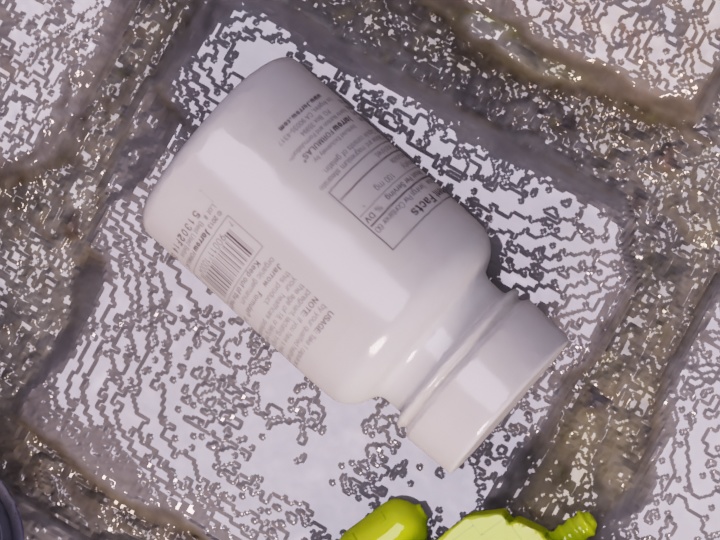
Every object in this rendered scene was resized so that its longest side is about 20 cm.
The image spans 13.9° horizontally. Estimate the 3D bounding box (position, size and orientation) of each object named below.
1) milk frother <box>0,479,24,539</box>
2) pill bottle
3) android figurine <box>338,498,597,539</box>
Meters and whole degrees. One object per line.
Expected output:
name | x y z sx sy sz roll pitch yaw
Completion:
milk frother | -0.266 0.166 1.426 0.199 0.189 0.181 -17 58 -16
pill bottle | 0.000 0.000 1.453 0.200 0.114 0.114 42 93 6
android figurine | 0.050 0.200 1.481 0.200 0.041 0.182 -38 85 5
